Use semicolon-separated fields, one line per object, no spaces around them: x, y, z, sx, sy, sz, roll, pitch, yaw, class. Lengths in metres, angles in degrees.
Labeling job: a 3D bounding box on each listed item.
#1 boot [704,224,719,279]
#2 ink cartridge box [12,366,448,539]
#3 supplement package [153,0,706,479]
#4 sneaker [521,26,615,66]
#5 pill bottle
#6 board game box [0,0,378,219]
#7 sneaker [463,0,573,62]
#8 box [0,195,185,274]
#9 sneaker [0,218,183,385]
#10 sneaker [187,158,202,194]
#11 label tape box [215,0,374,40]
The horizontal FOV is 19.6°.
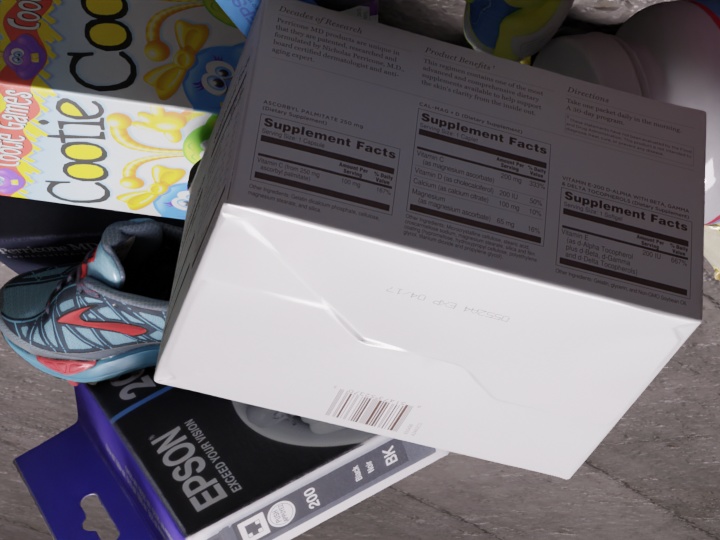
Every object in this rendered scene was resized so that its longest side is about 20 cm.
0.208;-0.011;1.184;0.199;0.072;0.155;5;129;37;boot
-0.081;0.087;1.112;0.200;0.198;0.044;-28;122;-12;ink cartridge box
0.028;-0.010;0.903;0.199;0.111;0.156;15;147;-10;supplement package
0.084;-0.097;1.114;0.199;0.075;0.085;-7;154;2;sneaker
0.186;-0.079;1.007;0.199;0.109;0.109;-6;165;-22;pill bottle
-0.099;-0.097;1.053;0.199;0.105;0.103;7;150;-12;board game box
0.062;-0.164;0.939;0.105;0.076;0.200;26;157;-8;sneaker
-0.120;-0.035;1.249;0.147;0.105;0.200;-4;160;20;box
-0.122;0.004;1.118;0.199;0.079;0.096;-1;138;29;sneaker
0.000;0.000;1.031;0.200;0.083;0.072;26;140;-38;sneaker
0.002;-0.182;0.812;0.199;0.063;0.144;-12;133;35;label tape box
